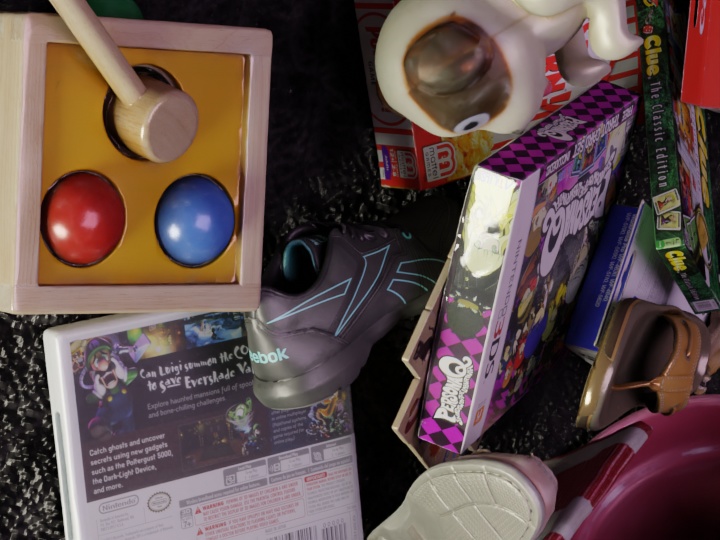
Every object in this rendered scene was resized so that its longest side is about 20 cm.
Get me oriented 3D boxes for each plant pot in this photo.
[{"bbox_3d":[0.238,0.214,1.524,0.200,0.199,0.179,-47,135,-22],"label":"plant pot"}]

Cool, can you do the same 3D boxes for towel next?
[{"bbox_3d":[0.090,0.176,1.422,0.023,0.144,0.200,46,61,-6],"label":"towel"}]

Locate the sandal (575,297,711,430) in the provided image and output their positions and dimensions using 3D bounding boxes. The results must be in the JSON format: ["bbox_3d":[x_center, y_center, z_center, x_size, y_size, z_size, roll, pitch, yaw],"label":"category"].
[{"bbox_3d":[0.189,0.061,1.422,0.200,0.054,0.081,-1,108,-63],"label":"sandal"}]

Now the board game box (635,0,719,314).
[{"bbox_3d":[0.203,-0.084,1.464,0.105,0.023,0.201,51,34,-59],"label":"board game box"}]

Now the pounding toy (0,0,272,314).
[{"bbox_3d":[-0.141,-0.079,1.233,0.183,0.142,0.201,0,96,-36],"label":"pounding toy"}]

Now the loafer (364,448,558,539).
[{"bbox_3d":[0.065,0.146,1.388,0.063,0.200,0.072,-36,87,-36],"label":"loafer"}]

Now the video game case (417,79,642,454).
[{"bbox_3d":[0.105,-0.006,1.399,0.200,0.036,0.182,-34,141,-57],"label":"video game case"}]

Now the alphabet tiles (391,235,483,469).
[{"bbox_3d":[0.069,0.041,1.414,0.167,0.006,0.200,-65,159,-12],"label":"alphabet tiles"}]

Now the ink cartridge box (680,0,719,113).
[{"bbox_3d":[0.253,-0.182,1.500,0.200,0.057,0.164,-10,105,-77],"label":"ink cartridge box"}]

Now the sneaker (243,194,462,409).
[{"bbox_3d":[0.000,0.000,1.353,0.200,0.075,0.080,-44,121,-43],"label":"sneaker"}]

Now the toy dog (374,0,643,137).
[{"bbox_3d":[0.081,-0.172,1.331,0.193,0.139,0.201,25,79,-20],"label":"toy dog"}]

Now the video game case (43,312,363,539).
[{"bbox_3d":[-0.090,0.106,1.367,0.199,0.023,0.183,-12,103,-33],"label":"video game case"}]

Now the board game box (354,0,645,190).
[{"bbox_3d":[0.092,-0.148,1.452,0.199,0.046,0.152,-18,106,-33],"label":"board game box"}]

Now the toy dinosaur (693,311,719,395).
[{"bbox_3d":[0.270,0.029,1.590,0.200,0.058,0.102,-17,135,-53],"label":"toy dinosaur"}]

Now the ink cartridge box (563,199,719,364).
[{"bbox_3d":[0.181,0.020,1.489,0.200,0.039,0.100,35,73,-64],"label":"ink cartridge box"}]
